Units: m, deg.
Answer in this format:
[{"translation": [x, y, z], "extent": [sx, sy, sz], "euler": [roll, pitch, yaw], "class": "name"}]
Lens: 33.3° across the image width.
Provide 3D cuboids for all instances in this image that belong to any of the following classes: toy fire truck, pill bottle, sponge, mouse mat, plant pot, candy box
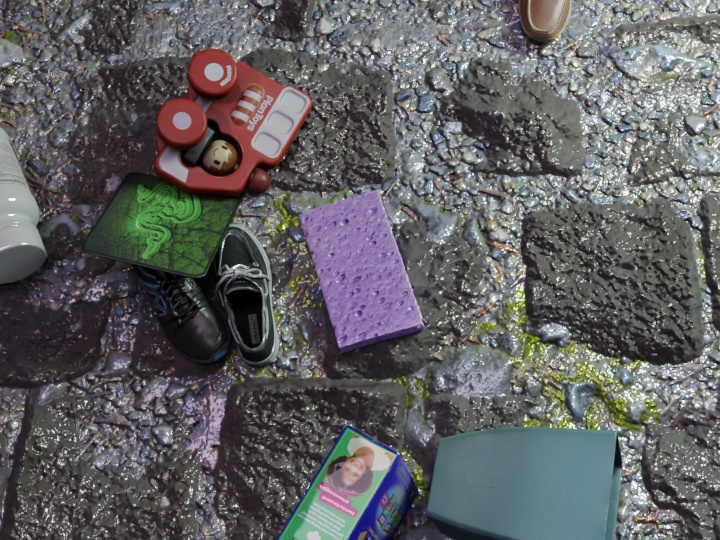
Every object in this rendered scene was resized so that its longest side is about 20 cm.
[{"translation": [-0.177, -0.187, 1.615], "extent": [0.168, 0.112, 0.200], "euler": [29, 73, -1], "class": "toy fire truck"}, {"translation": [-0.492, -0.088, 1.601], "extent": [0.114, 0.114, 0.200], "euler": [-26, 66, -4], "class": "pill bottle"}, {"translation": [0.000, 0.000, 1.544], "extent": [0.111, 0.030, 0.200], "euler": [-18, 66, 0], "class": "sponge"}, {"translation": [-0.252, -0.062, 1.548], "extent": [0.161, 0.008, 0.200], "euler": [13, 35, 2], "class": "mouse mat"}, {"translation": [0.184, 0.255, 1.354], "extent": [0.200, 0.141, 0.142], "euler": [5, 67, 18], "class": "plant pot"}, {"translation": [-0.023, 0.295, 1.341], "extent": [0.077, 0.169, 0.200], "euler": [24, 72, 20], "class": "candy box"}]

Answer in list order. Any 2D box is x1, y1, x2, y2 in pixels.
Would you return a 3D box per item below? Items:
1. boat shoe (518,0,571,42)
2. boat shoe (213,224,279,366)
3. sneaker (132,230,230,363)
[{"translation": [0.261, -0.410, 1.664], "extent": [0.076, 0.072, 0.200], "euler": [6, 67, 10], "class": "boat shoe"}, {"translation": [-0.151, 0.022, 1.532], "extent": [0.073, 0.068, 0.200], "euler": [-10, 65, 3], "class": "boat shoe"}, {"translation": [-0.239, 0.034, 1.532], "extent": [0.073, 0.082, 0.200], "euler": [-37, 67, -8], "class": "sneaker"}]
